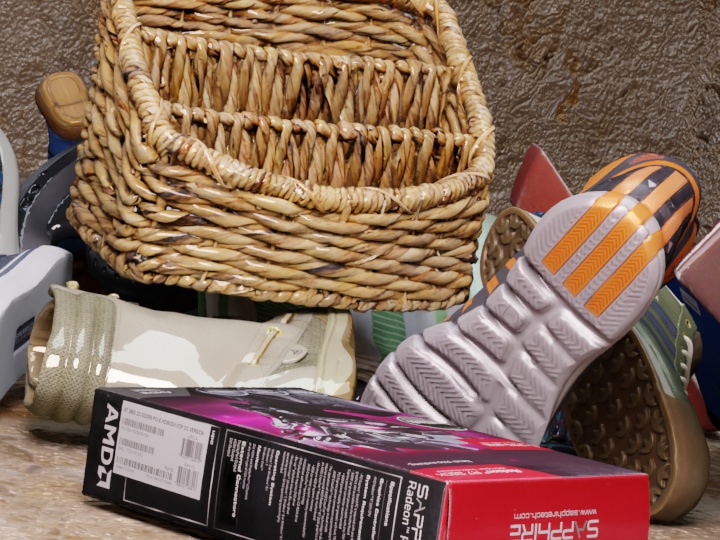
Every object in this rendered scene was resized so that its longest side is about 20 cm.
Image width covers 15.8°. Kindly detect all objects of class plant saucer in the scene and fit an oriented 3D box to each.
[{"bbox_3d":[0.151,0.014,1.620,0.037,0.200,0.200,-33,2,4],"label":"plant saucer"}]

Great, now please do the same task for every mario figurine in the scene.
[{"bbox_3d":[-0.178,-0.048,1.636,0.123,0.200,0.106,30,44,12],"label":"mario figurine"}]

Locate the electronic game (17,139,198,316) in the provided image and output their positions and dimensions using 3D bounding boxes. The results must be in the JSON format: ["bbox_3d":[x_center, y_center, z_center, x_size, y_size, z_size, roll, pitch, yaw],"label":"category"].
[{"bbox_3d":[-0.117,-0.014,1.474,0.200,0.200,0.042,9,-38,18],"label":"electronic game"}]

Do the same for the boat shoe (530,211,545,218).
[{"bbox_3d":[0.128,0.016,1.446,0.084,0.069,0.200,29,-17,27],"label":"boat shoe"}]

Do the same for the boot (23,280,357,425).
[{"bbox_3d":[-0.083,0.045,1.255,0.155,0.072,0.200,11,8,-5],"label":"boot"}]

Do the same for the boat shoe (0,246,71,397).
[{"bbox_3d":[-0.206,0.020,1.304,0.091,0.071,0.200,12,7,5],"label":"boat shoe"}]

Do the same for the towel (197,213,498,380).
[{"bbox_3d":[0.000,0.000,1.429,0.200,0.023,0.153,16,45,-24],"label":"towel"}]

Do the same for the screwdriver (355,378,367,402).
[{"bbox_3d":[-0.060,0.055,1.458,0.200,0.028,0.029,16,-19,44],"label":"screwdriver"}]

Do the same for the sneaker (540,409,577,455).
[{"bbox_3d":[0.103,0.063,1.323,0.095,0.079,0.200,11,6,24],"label":"sneaker"}]

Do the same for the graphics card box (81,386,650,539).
[{"bbox_3d":[0.000,0.086,1.034,0.200,0.051,0.125,10,5,43],"label":"graphics card box"}]

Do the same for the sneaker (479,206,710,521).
[{"bbox_3d":[0.138,0.043,1.262,0.090,0.067,0.200,9,35,-34],"label":"sneaker"}]

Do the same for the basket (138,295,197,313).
[{"bbox_3d":[-0.050,-0.014,1.618,0.136,0.181,0.200,-1,10,20],"label":"basket"}]

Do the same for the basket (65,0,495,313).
[{"bbox_3d":[-0.031,-0.068,1.301,0.200,0.149,0.143,6,15,-24],"label":"basket"}]

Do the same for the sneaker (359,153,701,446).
[{"bbox_3d":[0.086,0.024,1.151,0.078,0.200,0.112,49,34,4],"label":"sneaker"}]

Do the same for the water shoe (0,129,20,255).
[{"bbox_3d":[-0.238,-0.036,1.459,0.079,0.072,0.200,29,26,-35],"label":"water shoe"}]

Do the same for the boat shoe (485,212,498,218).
[{"bbox_3d":[0.084,-0.007,1.655,0.071,0.091,0.200,-29,35,-3],"label":"boat shoe"}]

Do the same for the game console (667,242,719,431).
[{"bbox_3d":[0.249,0.055,1.382,0.118,0.171,0.200,-19,10,-1],"label":"game console"}]

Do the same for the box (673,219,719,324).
[{"bbox_3d":[0.270,0.014,1.117,0.200,0.164,0.166,48,14,11],"label":"box"}]
